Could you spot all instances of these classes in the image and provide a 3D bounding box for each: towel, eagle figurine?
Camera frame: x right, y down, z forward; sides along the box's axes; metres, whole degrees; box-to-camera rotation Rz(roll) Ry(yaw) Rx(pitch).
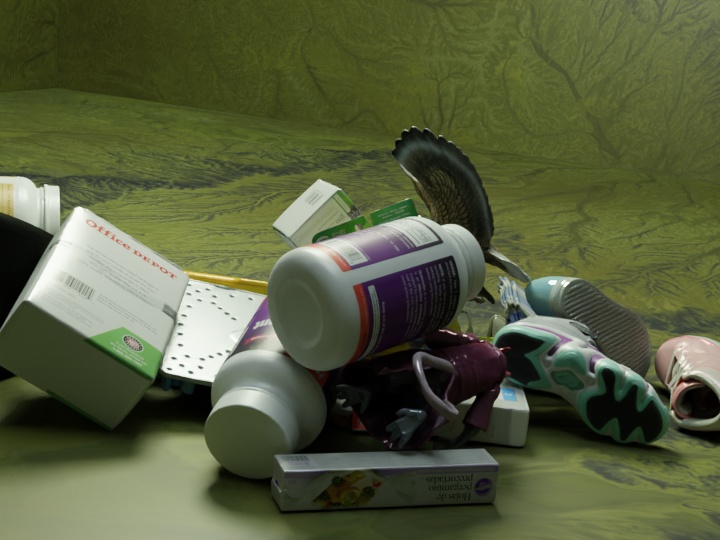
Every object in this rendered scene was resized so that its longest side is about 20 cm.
[{"bbox_3d":[0.222,0.080,1.612,0.147,0.024,0.200,40,12,-7],"label":"towel"},{"bbox_3d":[0.099,-0.060,1.559,0.152,0.200,0.151,-7,-7,45],"label":"eagle figurine"}]

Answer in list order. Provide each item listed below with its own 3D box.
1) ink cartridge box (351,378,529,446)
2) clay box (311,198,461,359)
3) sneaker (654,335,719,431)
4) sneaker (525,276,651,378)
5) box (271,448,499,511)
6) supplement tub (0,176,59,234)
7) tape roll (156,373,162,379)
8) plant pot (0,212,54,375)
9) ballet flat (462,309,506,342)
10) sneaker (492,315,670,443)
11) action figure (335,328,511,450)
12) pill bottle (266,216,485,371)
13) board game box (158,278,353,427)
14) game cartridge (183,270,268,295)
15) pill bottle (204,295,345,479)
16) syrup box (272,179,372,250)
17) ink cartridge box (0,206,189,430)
[{"bbox_3d":[0.082,0.127,1.456,0.176,0.045,0.200,6,13,-1],"label":"ink cartridge box"},{"bbox_3d":[0.031,0.028,1.401,0.115,0.200,0.048,-21,41,0],"label":"clay box"},{"bbox_3d":[0.366,0.122,1.503,0.104,0.075,0.200,4,16,-27],"label":"sneaker"},{"bbox_3d":[0.264,0.062,1.584,0.082,0.074,0.200,16,-22,51],"label":"sneaker"},{"bbox_3d":[0.022,0.183,1.202,0.200,0.039,0.041,0,15,-18],"label":"box"},{"bbox_3d":[-0.500,-0.054,1.807,0.200,0.145,0.144,1,13,-15],"label":"supplement tub"},{"bbox_3d":[-0.174,0.078,1.566,0.200,0.048,0.200,5,13,-1],"label":"tape roll"},{"bbox_3d":[-0.437,0.013,1.468,0.199,0.200,0.177,14,6,37],"label":"plant pot"},{"bbox_3d":[0.136,0.081,1.596,0.200,0.067,0.067,7,-10,14],"label":"ballet flat"},{"bbox_3d":[0.245,0.101,1.457,0.200,0.078,0.140,32,22,11],"label":"sneaker"},{"bbox_3d":[0.079,0.093,1.291,0.200,0.134,0.149,-16,-21,-40],"label":"action figure"},{"bbox_3d":[0.020,0.015,1.257,0.200,0.113,0.112,-16,24,-40],"label":"pill bottle"},{"bbox_3d":[-0.105,0.085,1.449,0.200,0.026,0.200,12,26,-6],"label":"board game box"},{"bbox_3d":[-0.159,0.024,1.739,0.200,0.033,0.176,5,-3,6],"label":"game cartridge"},{"bbox_3d":[-0.074,0.103,1.291,0.111,0.112,0.200,8,32,13],"label":"pill bottle"},{"bbox_3d":[0.000,0.000,1.532,0.200,0.081,0.079,48,-5,-21],"label":"syrup box"},{"bbox_3d":[-0.266,0.043,1.372,0.146,0.084,0.200,34,26,-13],"label":"ink cartridge box"}]
